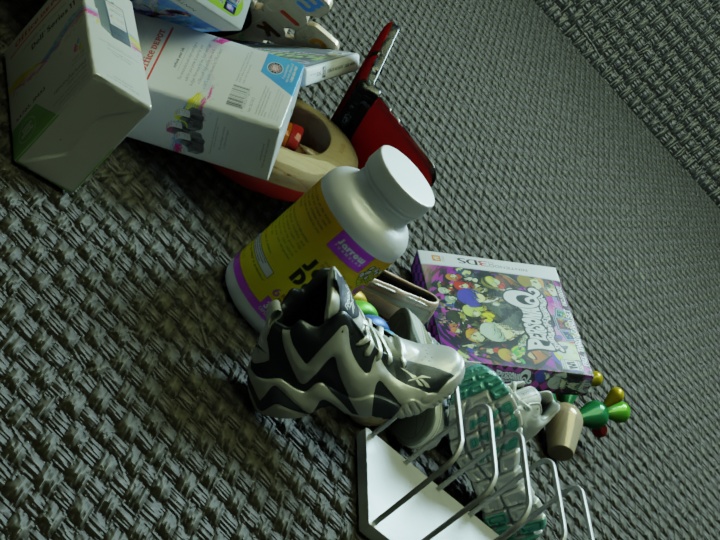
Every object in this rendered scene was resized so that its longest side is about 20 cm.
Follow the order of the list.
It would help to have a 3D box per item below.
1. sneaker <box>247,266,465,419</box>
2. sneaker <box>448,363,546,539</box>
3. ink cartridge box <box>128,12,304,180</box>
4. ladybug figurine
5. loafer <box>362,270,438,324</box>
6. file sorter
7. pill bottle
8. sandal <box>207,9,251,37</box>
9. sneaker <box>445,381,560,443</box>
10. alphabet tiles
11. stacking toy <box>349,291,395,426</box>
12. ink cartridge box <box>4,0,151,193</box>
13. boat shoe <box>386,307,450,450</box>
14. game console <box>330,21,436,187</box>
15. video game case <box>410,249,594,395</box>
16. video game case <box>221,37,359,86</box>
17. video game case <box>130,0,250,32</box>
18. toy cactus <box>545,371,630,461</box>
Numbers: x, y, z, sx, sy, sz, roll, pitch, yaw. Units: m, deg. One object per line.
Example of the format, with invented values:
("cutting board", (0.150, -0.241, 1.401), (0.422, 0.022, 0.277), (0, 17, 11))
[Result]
("sneaker", (0.001, 0.056, 1.402), (0.197, 0.131, 0.080), (1, 35, -9))
("sneaker", (0.127, 0.177, 1.606), (0.091, 0.077, 0.202), (-109, -176, -66))
("ink cartridge box", (-0.166, -0.174, 1.561), (0.198, 0.068, 0.116), (18, 41, -1))
("ladybug figurine", (-0.101, -0.131, 1.660), (0.199, 0.072, 0.136), (27, 38, -6))
("loafer", (0.000, 0.000, 1.704), (0.200, 0.063, 0.072), (37, 24, -30))
("file sorter", (0.109, 0.216, 1.481), (0.200, 0.124, 0.139), (41, 23, -23))
("pill bottle", (-0.026, -0.026, 1.505), (0.104, 0.200, 0.105), (40, 23, -21))
("sandal", (-0.207, -0.280, 1.729), (0.199, 0.075, 0.045), (12, 52, -35))
("sneaker", (0.141, 0.148, 1.710), (0.199, 0.087, 0.075), (7, 48, -59))
("alphabet tiles", (-0.123, -0.290, 1.782), (0.195, 0.199, 0.015), (39, 54, -25))
("stacking toy", (-0.015, 0.054, 1.584), (0.085, 0.085, 0.201), (23, 27, -50))
("ink cartridge box", (-0.255, -0.182, 1.422), (0.067, 0.117, 0.201), (30, 29, -36))
("boat shoe", (0.062, 0.114, 1.630), (0.065, 0.075, 0.202), (34, 19, -24))
("game console", (0.022, -0.135, 1.746), (0.118, 0.200, 0.173), (28, 52, -6))
("video game case", (0.160, 0.058, 1.850), (0.180, 0.036, 0.201), (7, 37, -14))
("video game case", (-0.121, -0.227, 1.719), (0.198, 0.024, 0.182), (9, 15, 16))
("video game case", (-0.236, -0.287, 1.564), (0.181, 0.199, 0.046), (29, 73, -45))
("toy cactus", (0.237, 0.153, 1.921), (0.200, 0.102, 0.166), (41, 41, -27))
